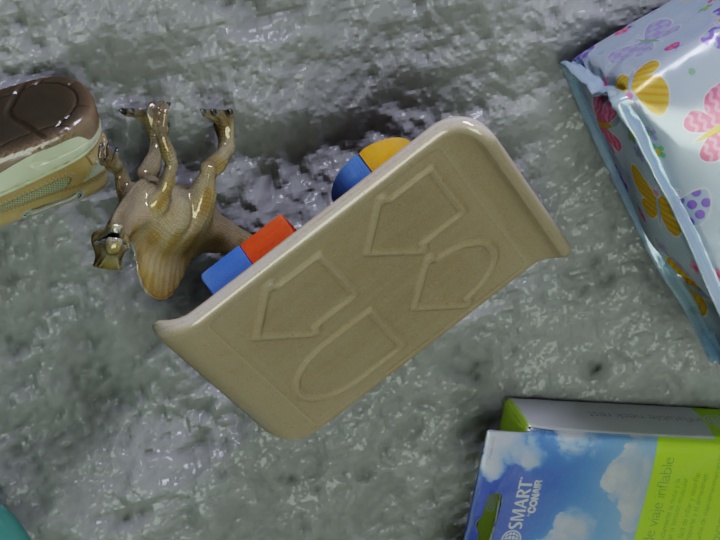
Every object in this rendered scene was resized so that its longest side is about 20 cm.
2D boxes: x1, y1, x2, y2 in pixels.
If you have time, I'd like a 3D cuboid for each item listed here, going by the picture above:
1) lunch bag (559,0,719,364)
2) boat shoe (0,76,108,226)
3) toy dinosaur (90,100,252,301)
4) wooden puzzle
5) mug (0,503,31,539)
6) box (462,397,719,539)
[{"bbox_3d":[0.227,-0.060,1.478,0.169,0.127,0.200,-31,109,-3],"label":"lunch bag"},{"bbox_3d":[-0.224,-0.031,1.393,0.199,0.072,0.076,-15,135,-4],"label":"boat shoe"},{"bbox_3d":[-0.096,-0.034,1.422,0.058,0.200,0.101,1,89,27],"label":"toy dinosaur"},{"bbox_3d":[0.000,0.000,1.447,0.200,0.046,0.185,-33,152,5],"label":"wooden puzzle"},{"bbox_3d":[-0.246,0.172,1.451,0.152,0.114,0.185,-22,117,-5],"label":"mug"},{"bbox_3d":[0.149,0.140,1.588,0.199,0.048,0.122,4,112,-18],"label":"box"}]
